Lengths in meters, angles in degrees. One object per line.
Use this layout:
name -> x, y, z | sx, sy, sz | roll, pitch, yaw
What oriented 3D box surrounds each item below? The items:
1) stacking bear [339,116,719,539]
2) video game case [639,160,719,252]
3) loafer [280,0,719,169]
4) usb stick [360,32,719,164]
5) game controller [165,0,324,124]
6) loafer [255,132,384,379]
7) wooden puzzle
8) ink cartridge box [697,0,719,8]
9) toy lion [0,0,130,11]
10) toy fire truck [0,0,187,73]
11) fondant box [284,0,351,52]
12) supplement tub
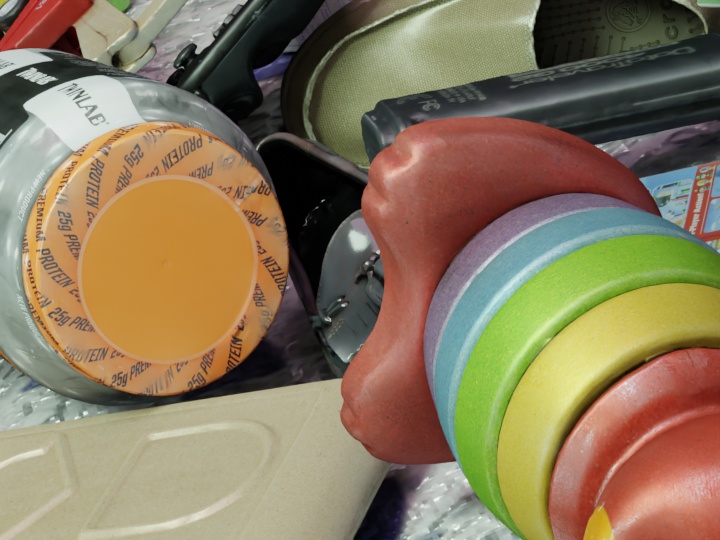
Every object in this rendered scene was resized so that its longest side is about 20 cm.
stacking bear -> 0.082, 0.049, 0.849 | 0.113, 0.122, 0.200 | -4, 29, -20
video game case -> 0.154, -0.008, 1.007 | 0.199, 0.018, 0.143 | -12, 26, 21
loafer -> 0.061, -0.093, 1.189 | 0.199, 0.076, 0.067 | -20, 18, 4
usb stick -> 0.101, -0.067, 1.105 | 0.199, 0.033, 0.055 | -11, 18, -9
game controller -> -0.051, -0.101, 1.247 | 0.105, 0.042, 0.200 | -59, 5, -2
loafer -> 0.000, 0.000, 1.050 | 0.072, 0.063, 0.200 | -45, 23, 1
wooden puzzle -> -0.099, 0.109, 0.953 | 0.199, 0.047, 0.185 | -5, 29, 23
ink cartridge box -> 0.182, -0.121, 1.089 | 0.199, 0.048, 0.145 | -11, 13, -41
toy lion -> -0.228, -0.134, 1.548 | 0.191, 0.069, 0.200 | 5, 36, 33
toy fire truck -> -0.125, -0.107, 1.333 | 0.141, 0.049, 0.200 | -13, 38, 47
fondant box -> 0.061, -0.164, 1.359 | 0.199, 0.058, 0.144 | 0, 33, 43
supplement tub -> -0.105, -0.018, 1.096 | 0.122, 0.123, 0.200 | -29, 18, -16
